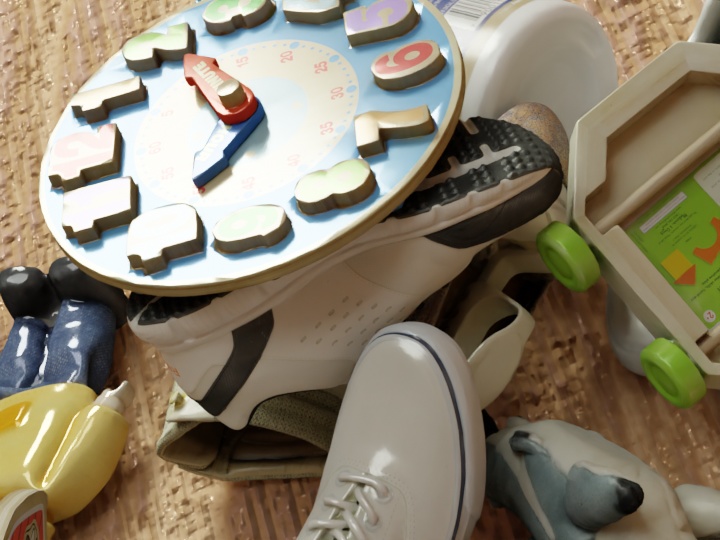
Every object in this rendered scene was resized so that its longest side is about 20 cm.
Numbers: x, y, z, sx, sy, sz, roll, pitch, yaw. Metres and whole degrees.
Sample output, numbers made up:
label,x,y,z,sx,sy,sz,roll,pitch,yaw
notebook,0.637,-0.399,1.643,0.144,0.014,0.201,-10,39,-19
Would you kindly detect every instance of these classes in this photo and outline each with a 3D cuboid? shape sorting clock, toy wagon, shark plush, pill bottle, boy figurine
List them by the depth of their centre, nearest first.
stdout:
label,x,y,z,sx,sy,sz,roll,pitch,yaw
shark plush,0.077,0.109,0.976,0.199,0.091,0.084,26,99,38
toy wagon,0.180,-0.006,0.977,0.155,0.040,0.200,-38,79,-13
shape sorting clock,-0.050,-0.066,0.981,0.199,0.039,0.201,-16,43,15
boy figurine,-0.178,0.090,1.150,0.123,0.065,0.201,-8,47,23
pill bottle,0.025,-0.100,1.152,0.199,0.111,0.111,20,65,42

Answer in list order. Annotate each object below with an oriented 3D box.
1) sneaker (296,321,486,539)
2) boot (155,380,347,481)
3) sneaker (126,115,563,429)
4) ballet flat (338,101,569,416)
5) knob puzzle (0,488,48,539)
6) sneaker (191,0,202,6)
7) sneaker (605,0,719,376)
label,x,y,z,sx,sy,sz,roll,pitch,yaw
sneaker,0.001,0.122,0.934,0.073,0.071,0.202,14,98,30
boot,-0.084,0.023,1.122,0.198,0.072,0.156,9,59,13
sneaker,0.000,0.000,0.979,0.199,0.080,0.074,-24,30,6
ballet flat,0.062,0.009,1.012,0.067,0.068,0.201,-1,57,53
knob puzzle,-0.146,0.187,0.963,0.030,0.220,0.221,3,51,2
sneaker,-0.055,-0.064,1.084,0.076,0.081,0.201,9,61,12
sneaker,0.152,-0.048,1.045,0.075,0.089,0.201,2,55,31
